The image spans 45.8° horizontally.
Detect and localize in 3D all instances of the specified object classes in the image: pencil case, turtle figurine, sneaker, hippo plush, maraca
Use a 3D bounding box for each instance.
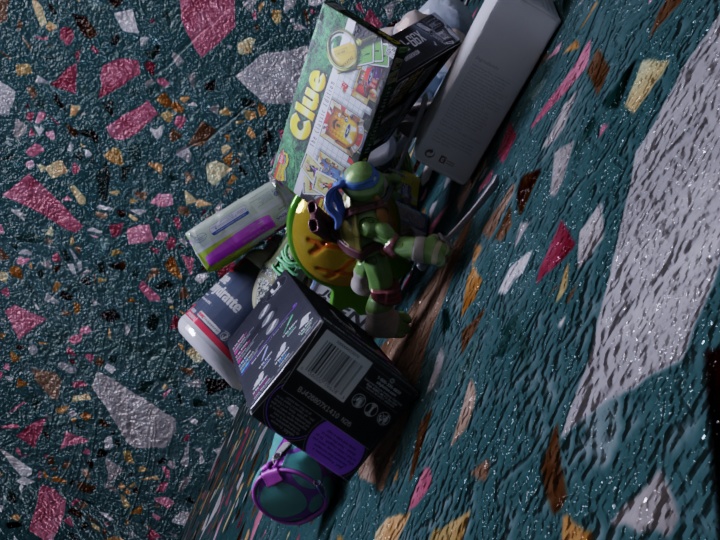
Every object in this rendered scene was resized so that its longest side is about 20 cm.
[{"bbox_3d":[-0.058,0.182,0.965,0.201,0.084,0.093,-75,-33,-52],"label":"pencil case"},{"bbox_3d":[0.049,-0.037,0.870,0.200,0.143,0.195,-37,-34,-32],"label":"turtle figurine"},{"bbox_3d":[-0.089,-0.022,1.135,0.201,0.077,0.089,-57,-9,4],"label":"sneaker"},{"bbox_3d":[0.121,-0.282,1.151,0.161,0.158,0.201,-49,-47,-34],"label":"hippo plush"},{"bbox_3d":[-0.011,-0.032,1.002,0.136,0.201,0.107,-27,35,-3],"label":"maraca"}]

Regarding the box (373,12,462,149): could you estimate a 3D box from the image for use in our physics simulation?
[{"bbox_3d":[0.011,-0.191,0.985,0.157,0.050,0.200,-39,-6,-38],"label":"box"}]

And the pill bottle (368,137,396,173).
[{"bbox_3d":[-0.022,-0.119,1.227,0.201,0.105,0.107,110,179,-49],"label":"pill bottle"}]

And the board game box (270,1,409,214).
[{"bbox_3d":[-0.026,-0.159,0.878,0.023,0.105,0.201,-18,-42,-47],"label":"board game box"}]

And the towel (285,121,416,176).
[{"bbox_3d":[-0.007,-0.172,1.267,0.200,0.151,0.024,59,-163,-50],"label":"towel"}]

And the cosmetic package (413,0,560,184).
[{"bbox_3d":[0.133,-0.207,0.921,0.201,0.074,0.102,-60,8,28],"label":"cosmetic package"}]

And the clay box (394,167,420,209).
[{"bbox_3d":[0.038,-0.056,1.226,0.200,0.047,0.116,-76,12,-61],"label":"clay box"}]

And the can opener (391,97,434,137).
[{"bbox_3d":[0.064,-0.199,1.085,0.199,0.066,0.053,10,76,43],"label":"can opener"}]

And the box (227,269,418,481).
[{"bbox_3d":[-0.044,0.093,0.830,0.106,0.122,0.200,-51,20,1],"label":"box"}]

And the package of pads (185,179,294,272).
[{"bbox_3d":[-0.161,-0.068,1.232,0.154,0.069,0.200,-31,5,5],"label":"package of pads"}]

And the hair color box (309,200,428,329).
[{"bbox_3d":[0.000,0.000,1.110,0.061,0.099,0.201,-76,12,-63],"label":"hair color box"}]

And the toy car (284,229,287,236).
[{"bbox_3d":[-0.035,-0.003,1.440,0.165,0.156,0.201,-65,35,31],"label":"toy car"}]

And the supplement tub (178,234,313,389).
[{"bbox_3d":[-0.152,0.060,1.243,0.200,0.140,0.140,-45,3,-11],"label":"supplement tub"}]
